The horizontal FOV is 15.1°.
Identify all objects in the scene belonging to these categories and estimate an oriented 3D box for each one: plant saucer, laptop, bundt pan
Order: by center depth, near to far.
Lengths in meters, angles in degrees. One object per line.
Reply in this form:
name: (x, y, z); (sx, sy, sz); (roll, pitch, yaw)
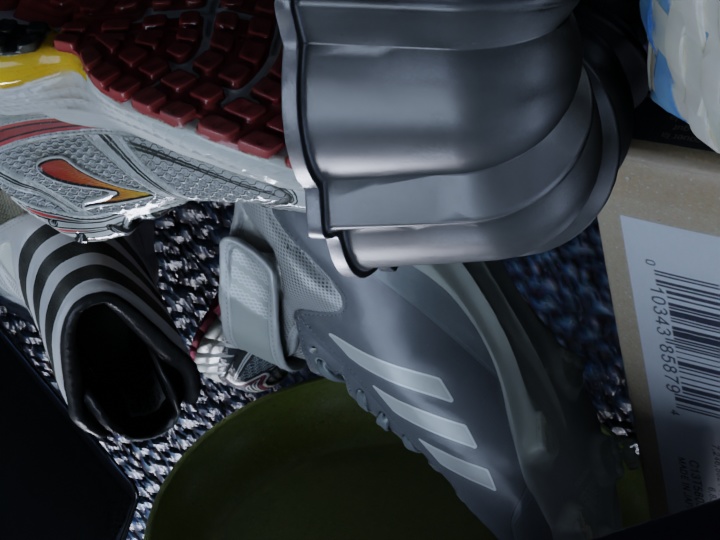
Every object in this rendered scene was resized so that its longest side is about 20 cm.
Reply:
bundt pan: (0.042, -0.094, 0.795); (0.075, 0.202, 0.203); (5, 134, 18)
plant saucer: (0.019, 0.111, 1.014); (0.199, 0.200, 0.031); (19, 132, 22)
laptop: (-0.132, 0.080, 1.163); (0.187, 0.116, 0.200); (48, -167, 26)

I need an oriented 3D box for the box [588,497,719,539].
box: (0.085, 0.182, 0.894); (0.183, 0.199, 0.104); (95, 153, -46)

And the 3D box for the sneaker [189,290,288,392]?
sneaker: (0.000, 0.000, 1.015); (0.075, 0.081, 0.200); (39, 143, -6)

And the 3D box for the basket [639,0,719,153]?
basket: (0.171, -0.075, 0.734); (0.200, 0.139, 0.177); (42, 152, 37)

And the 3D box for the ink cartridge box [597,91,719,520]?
ink cartridge box: (0.173, 0.027, 0.908); (0.164, 0.075, 0.201); (13, 136, 31)

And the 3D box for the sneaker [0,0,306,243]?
sneaker: (-0.069, -0.051, 0.902); (0.199, 0.078, 0.082); (15, 134, 31)

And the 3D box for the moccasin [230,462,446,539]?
moccasin: (-0.006, 0.128, 1.068); (0.078, 0.201, 0.074); (54, 142, 35)

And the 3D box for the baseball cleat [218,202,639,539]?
baseball cleat: (0.018, 0.032, 0.942); (0.106, 0.070, 0.201); (-20, 101, 30)

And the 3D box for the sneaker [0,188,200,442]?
sneaker: (-0.106, 0.022, 1.053); (0.201, 0.075, 0.116); (78, 171, -73)
